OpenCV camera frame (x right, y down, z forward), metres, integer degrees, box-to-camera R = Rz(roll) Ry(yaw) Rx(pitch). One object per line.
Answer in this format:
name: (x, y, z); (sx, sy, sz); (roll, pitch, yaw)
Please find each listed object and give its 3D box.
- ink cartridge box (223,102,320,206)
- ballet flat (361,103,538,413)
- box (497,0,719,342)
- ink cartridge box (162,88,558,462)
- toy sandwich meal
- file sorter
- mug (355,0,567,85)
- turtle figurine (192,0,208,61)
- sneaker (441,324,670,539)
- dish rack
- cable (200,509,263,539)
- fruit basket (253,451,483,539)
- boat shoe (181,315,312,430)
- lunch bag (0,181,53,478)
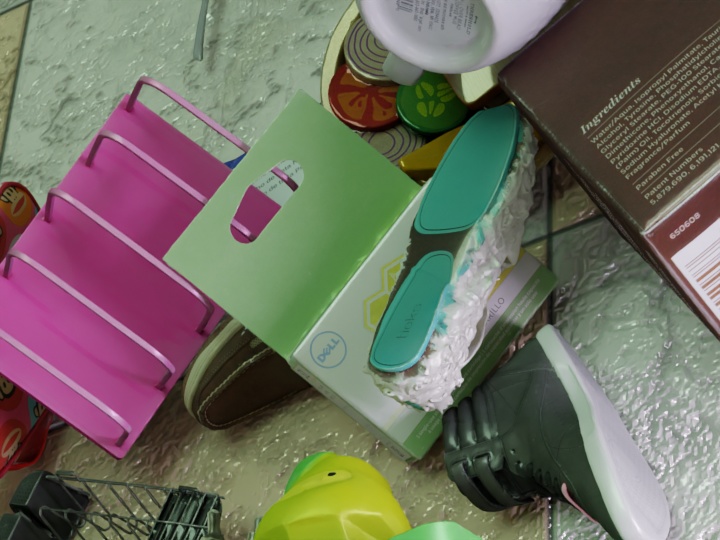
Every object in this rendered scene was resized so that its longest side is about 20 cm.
ink cartridge box: (-0.009, -0.076, 1.855); (0.199, 0.041, 0.200); (-34, 38, 11)
ballet flat: (0.060, -0.003, 1.614); (0.072, 0.072, 0.201); (4, 60, 43)
box: (0.216, -0.072, 1.550); (0.164, 0.166, 0.200); (-41, 38, 3)
ink cartridge box: (0.000, 0.000, 1.660); (0.146, 0.200, 0.048); (-51, 3, -11)
toy sandwich meal: (0.063, -0.139, 1.741); (0.204, 0.070, 0.206); (-6, 69, 15)
file sorter: (-0.147, -0.005, 1.728); (0.200, 0.139, 0.125); (-55, 3, -13)
mug: (0.063, -0.192, 1.626); (0.176, 0.147, 0.200); (-62, 0, -39)
turtle figurine: (-0.123, -0.300, 2.089); (0.200, 0.144, 0.194); (-43, 34, -6)
sneaker: (0.107, 0.119, 1.547); (0.099, 0.071, 0.200); (-38, 32, 9)
dish rack: (-0.170, 0.201, 1.723); (0.199, 0.055, 0.154); (1, 56, 40)
cable: (-0.072, 0.243, 1.617); (0.097, 0.050, 0.201); (12, 74, 10)
fruit basket: (-0.015, 0.182, 1.523); (0.214, 0.155, 0.217); (-8, 69, 23)
boat shoe: (-0.026, 0.043, 1.732); (0.202, 0.075, 0.075); (-41, 52, 11)
lunch bag: (-0.262, 0.055, 1.849); (0.082, 0.177, 0.200); (-9, 28, 28)
